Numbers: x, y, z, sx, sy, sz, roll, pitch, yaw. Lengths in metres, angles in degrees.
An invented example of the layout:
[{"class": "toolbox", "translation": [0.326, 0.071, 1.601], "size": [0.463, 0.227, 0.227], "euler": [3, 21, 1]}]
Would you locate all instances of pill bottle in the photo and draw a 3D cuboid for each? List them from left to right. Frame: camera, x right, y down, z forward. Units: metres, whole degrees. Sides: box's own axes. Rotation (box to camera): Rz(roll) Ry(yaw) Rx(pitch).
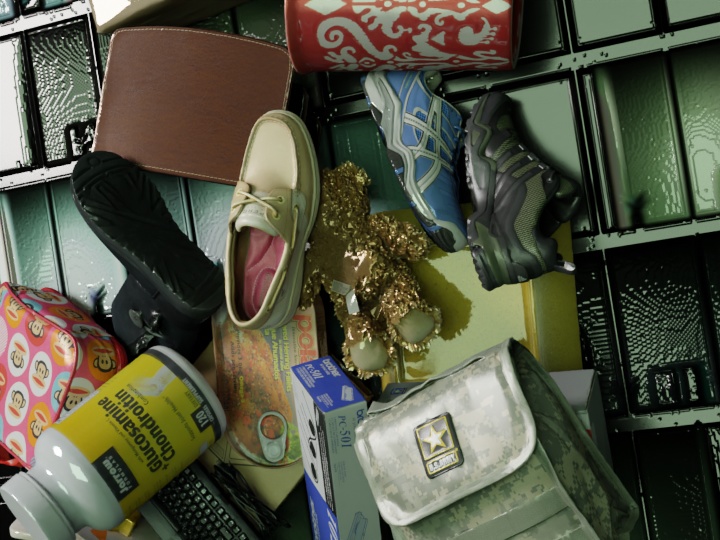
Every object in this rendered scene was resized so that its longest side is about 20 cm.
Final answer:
[{"class": "pill bottle", "translation": [-0.231, 0.170, 1.145], "size": [0.112, 0.112, 0.200], "euler": [43, 63, 13]}]

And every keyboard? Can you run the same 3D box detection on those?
[{"class": "keyboard", "translation": [-0.149, 0.237, 1.201], "size": [0.104, 0.040, 0.200], "euler": [-40, 81, -15]}]

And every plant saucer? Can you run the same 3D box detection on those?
[{"class": "plant saucer", "translation": [0.100, 0.037, 1.144], "size": [0.199, 0.048, 0.201], "euler": [-5, 91, 21]}]

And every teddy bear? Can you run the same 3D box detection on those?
[{"class": "teddy bear", "translation": [0.000, 0.000, 1.124], "size": [0.200, 0.067, 0.145], "euler": [45, 111, 25]}]

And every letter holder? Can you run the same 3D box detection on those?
[{"class": "letter holder", "translation": [-0.145, -0.158, 1.199], "size": [0.199, 0.101, 0.143], "euler": [10, 94, 19]}]

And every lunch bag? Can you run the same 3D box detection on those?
[{"class": "lunch bag", "translation": [-0.333, 0.121, 1.255], "size": [0.200, 0.082, 0.177], "euler": [30, 102, 43]}, {"class": "lunch bag", "translation": [0.105, 0.171, 0.997], "size": [0.164, 0.118, 0.200], "euler": [-32, 96, 27]}]

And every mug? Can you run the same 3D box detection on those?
[{"class": "mug", "translation": [0.041, -0.249, 1.087], "size": [0.199, 0.178, 0.134], "euler": [5, 64, 12]}]

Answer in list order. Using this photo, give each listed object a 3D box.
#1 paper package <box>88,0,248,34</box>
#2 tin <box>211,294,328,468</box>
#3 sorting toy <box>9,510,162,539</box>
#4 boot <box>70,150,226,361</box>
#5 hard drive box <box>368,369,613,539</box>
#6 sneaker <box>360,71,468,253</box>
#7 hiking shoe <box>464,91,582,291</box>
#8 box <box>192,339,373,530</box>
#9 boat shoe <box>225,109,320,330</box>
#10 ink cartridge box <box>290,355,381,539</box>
[{"class": "paper package", "translation": [-0.188, -0.350, 1.203], "size": [0.190, 0.103, 0.201], "euler": [-18, 87, 20]}, {"class": "tin", "translation": [-0.085, 0.091, 1.196], "size": [0.111, 0.042, 0.201], "euler": [-4, 90, 23]}, {"class": "sorting toy", "translation": [-0.254, 0.273, 1.212], "size": [0.200, 0.180, 0.107], "euler": [37, 104, 14]}, {"class": "boot", "translation": [-0.224, 0.000, 1.202], "size": [0.200, 0.076, 0.168], "euler": [47, 144, 4]}, {"class": "hard drive box", "translation": [0.123, 0.180, 1.103], "size": [0.199, 0.077, 0.157], "euler": [-7, 110, 20]}, {"class": "sneaker", "translation": [0.063, -0.111, 1.121], "size": [0.077, 0.076, 0.201], "euler": [-21, 69, 3]}, {"class": "hiking shoe", "translation": [0.146, -0.074, 1.089], "size": [0.100, 0.076, 0.201], "euler": [-4, 61, 9]}, {"class": "box", "translation": [-0.106, 0.143, 1.237], "size": [0.163, 0.021, 0.200], "euler": [43, 104, 13]}, {"class": "boat shoe", "translation": [-0.083, -0.042, 1.089], "size": [0.073, 0.069, 0.201], "euler": [6, 97, 20]}, {"class": "ink cartridge box", "translation": [-0.020, 0.190, 1.131], "size": [0.044, 0.094, 0.201], "euler": [-14, 117, -17]}]
